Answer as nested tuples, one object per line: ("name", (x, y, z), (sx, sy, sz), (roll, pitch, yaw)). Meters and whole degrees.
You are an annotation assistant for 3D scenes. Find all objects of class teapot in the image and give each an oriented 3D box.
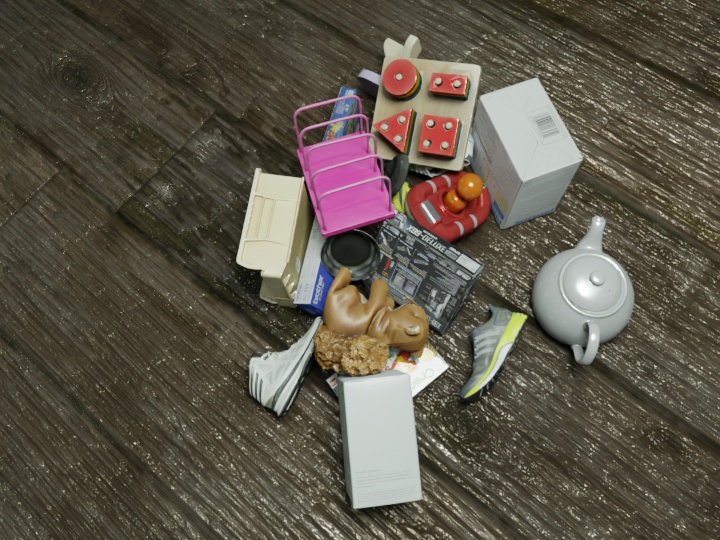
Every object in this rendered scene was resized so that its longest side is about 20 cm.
("teapot", (0.413, 0.043, 1.055), (0.197, 0.146, 0.201), (-33, 71, -8))

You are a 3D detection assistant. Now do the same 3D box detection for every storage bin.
("storage bin", (-0.155, -0.053, 1.106), (0.093, 0.200, 0.200), (7, 70, 5))

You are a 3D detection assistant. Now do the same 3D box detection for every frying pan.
("frying pan", (0.010, -0.011, 1.095), (0.115, 0.189, 0.031), (-43, 25, 27))

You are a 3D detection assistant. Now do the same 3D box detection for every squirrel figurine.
("squirrel figurine", (0.021, 0.116, 1.029), (0.185, 0.142, 0.201), (18, 52, 15))

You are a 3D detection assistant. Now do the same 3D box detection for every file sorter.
("file sorter", (-0.033, -0.191, 1.031), (0.138, 0.126, 0.201), (-16, 63, -4))

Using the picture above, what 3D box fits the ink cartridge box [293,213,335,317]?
("ink cartridge box", (-0.067, -0.013, 1.136), (0.044, 0.094, 0.202), (-1, 66, 33))

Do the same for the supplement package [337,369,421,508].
("supplement package", (0.028, 0.278, 0.979), (0.116, 0.117, 0.202), (-5, 86, -7))

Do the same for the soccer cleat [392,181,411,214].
("soccer cleat", (0.090, -0.108, 1.177), (0.083, 0.065, 0.201), (-26, 71, -10))

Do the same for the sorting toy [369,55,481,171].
("sorting toy", (0.116, -0.311, 1.122), (0.197, 0.070, 0.202), (13, 97, 18))

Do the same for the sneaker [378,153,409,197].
("sneaker", (0.012, -0.166, 1.155), (0.103, 0.200, 0.060), (11, 54, -20))

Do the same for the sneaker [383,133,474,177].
("sneaker", (0.136, -0.230, 1.189), (0.198, 0.073, 0.071), (-12, 57, 28))

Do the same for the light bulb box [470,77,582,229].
("light bulb box", (0.310, -0.222, 1.132), (0.124, 0.200, 0.200), (-18, 69, -4))

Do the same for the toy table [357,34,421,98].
("toy table", (0.103, -0.409, 1.243), (0.199, 0.184, 0.118), (36, 93, 6))

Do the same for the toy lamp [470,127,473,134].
("toy lamp", (0.205, -0.290, 1.242), (0.198, 0.058, 0.059), (-17, 69, -3))

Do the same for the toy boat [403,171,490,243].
("toy boat", (0.188, -0.139, 1.118), (0.199, 0.131, 0.131), (-27, 80, -43))

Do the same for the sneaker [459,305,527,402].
("sneaker", (0.233, 0.153, 1.076), (0.080, 0.074, 0.201), (27, 68, 23))

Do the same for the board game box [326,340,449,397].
("board game box", (0.051, 0.196, 1.084), (0.199, 0.035, 0.126), (-38, 72, -9))

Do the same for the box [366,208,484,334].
("box", (0.111, 0.004, 1.087), (0.199, 0.159, 0.050), (33, 42, 16))

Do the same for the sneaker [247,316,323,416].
("sneaker", (-0.146, 0.160, 1.091), (0.115, 0.076, 0.202), (26, 76, 11))

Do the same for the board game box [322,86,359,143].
("board game box", (-0.046, -0.258, 1.208), (0.034, 0.136, 0.202), (14, 70, 9))
